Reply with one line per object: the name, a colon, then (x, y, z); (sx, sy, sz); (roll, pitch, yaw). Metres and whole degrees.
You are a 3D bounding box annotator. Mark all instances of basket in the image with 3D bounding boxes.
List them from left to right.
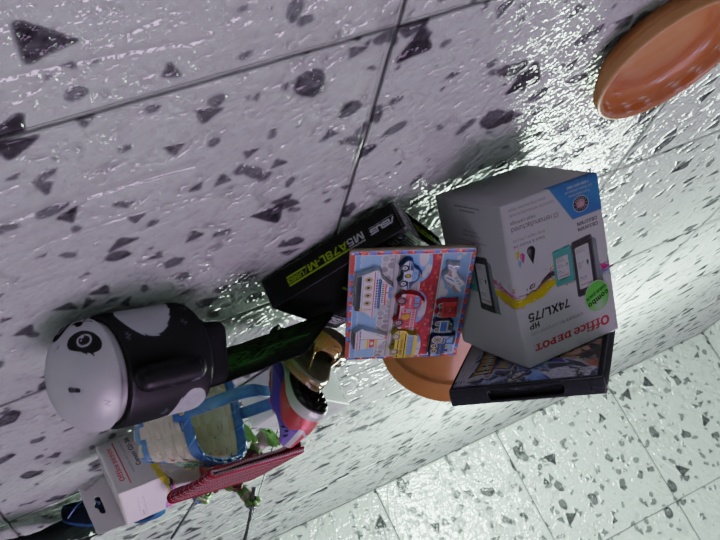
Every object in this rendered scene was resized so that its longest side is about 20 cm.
basket: (-0.195, 0.194, 1.258); (0.199, 0.140, 0.176); (-25, 162, 17)

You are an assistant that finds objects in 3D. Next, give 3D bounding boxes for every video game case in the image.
video game case: (0.216, 0.108, 1.132); (0.179, 0.026, 0.200); (-8, -165, 20)

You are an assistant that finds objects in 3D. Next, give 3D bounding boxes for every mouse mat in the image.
mouse mat: (-0.136, 0.104, 1.127); (0.199, 0.008, 0.161); (-21, -170, 16)

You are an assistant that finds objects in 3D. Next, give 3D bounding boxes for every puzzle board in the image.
puzzle board: (0.058, 0.046, 1.135); (0.149, 0.017, 0.201); (-3, 136, -6)

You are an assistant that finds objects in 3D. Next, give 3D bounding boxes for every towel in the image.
towel: (-0.176, 0.278, 1.269); (0.144, 0.023, 0.200); (-11, 164, -32)

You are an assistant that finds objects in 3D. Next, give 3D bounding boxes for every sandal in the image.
sandal: (-0.051, 0.098, 1.186); (0.054, 0.080, 0.200); (-53, 172, 16)

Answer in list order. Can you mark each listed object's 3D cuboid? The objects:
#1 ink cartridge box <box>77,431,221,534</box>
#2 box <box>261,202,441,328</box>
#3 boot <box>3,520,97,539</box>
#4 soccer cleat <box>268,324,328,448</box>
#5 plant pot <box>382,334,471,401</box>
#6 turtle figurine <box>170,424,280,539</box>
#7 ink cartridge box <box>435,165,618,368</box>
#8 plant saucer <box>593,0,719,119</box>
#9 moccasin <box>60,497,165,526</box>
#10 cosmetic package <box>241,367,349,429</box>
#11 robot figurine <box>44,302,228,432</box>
ink cartridge box: (-0.313, 0.294, 1.360); (0.199, 0.116, 0.068); (-20, 127, -24)
box: (0.000, 0.000, 1.177); (0.192, 0.048, 0.200); (-33, 160, 12)
boot: (-0.549, 0.457, 1.551); (0.163, 0.066, 0.200); (-7, -176, 20)
soccer cleat: (-0.096, 0.144, 1.199); (0.068, 0.200, 0.073); (26, 109, -28)
plant pot: (0.129, 0.068, 1.334); (0.199, 0.201, 0.141); (-21, 143, -18)
turtle figurine: (-0.221, 0.378, 1.630); (0.194, 0.143, 0.200); (-53, -163, 15)
ink cartridge box: (0.204, -0.010, 1.133); (0.146, 0.202, 0.146); (-20, -163, -23)
plant saucer: (0.349, -0.249, 1.046); (0.199, 0.038, 0.200); (-24, 161, -9)
moccasin: (-0.408, 0.379, 1.523); (0.198, 0.069, 0.080); (-10, 180, 18)
cosmetic package: (-0.107, 0.208, 1.509); (0.101, 0.072, 0.200); (-32, 160, 11)
robot figurine: (-0.240, 0.100, 0.997); (0.199, 0.125, 0.150); (-9, 150, -42)
